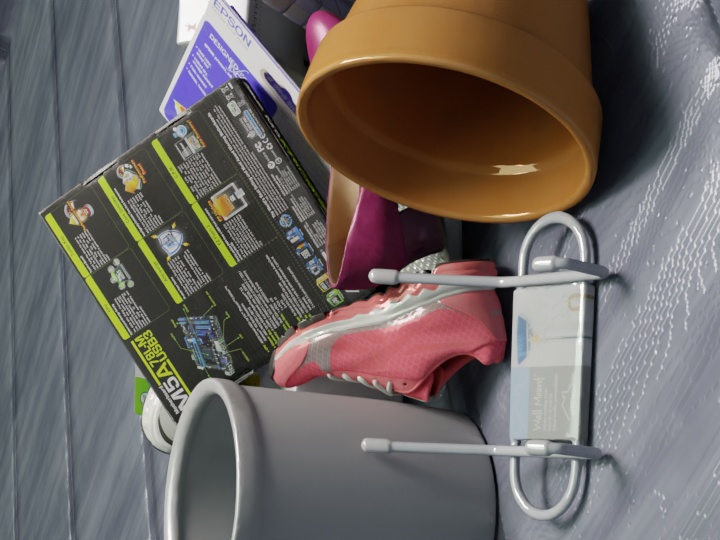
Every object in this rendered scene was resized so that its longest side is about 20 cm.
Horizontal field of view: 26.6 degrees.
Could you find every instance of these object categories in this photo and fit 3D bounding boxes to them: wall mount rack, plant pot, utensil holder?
[{"bbox_3d":[0.084,0.059,1.001,0.173,0.074,0.203,-7,77,50],"label":"wall mount rack"},{"bbox_3d":[0.069,-0.140,1.002,0.200,0.198,0.142,-35,36,60],"label":"plant pot"},{"bbox_3d":[-0.024,0.171,1.097,0.170,0.198,0.172,-173,90,-68],"label":"utensil holder"}]

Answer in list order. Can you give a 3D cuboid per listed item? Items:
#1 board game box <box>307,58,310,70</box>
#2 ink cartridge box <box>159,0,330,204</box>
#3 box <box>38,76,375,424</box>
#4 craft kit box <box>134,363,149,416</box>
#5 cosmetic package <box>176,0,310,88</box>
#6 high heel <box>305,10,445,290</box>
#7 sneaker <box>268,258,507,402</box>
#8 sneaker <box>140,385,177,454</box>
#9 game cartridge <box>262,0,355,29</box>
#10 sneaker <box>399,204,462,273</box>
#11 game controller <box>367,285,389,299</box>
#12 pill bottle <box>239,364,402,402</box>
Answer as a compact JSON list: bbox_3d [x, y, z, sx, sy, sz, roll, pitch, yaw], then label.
[{"bbox_3d":[0.006,-0.175,1.307,0.165,0.056,0.203,162,114,-67],"label":"board game box"},{"bbox_3d":[-0.071,-0.113,1.247,0.199,0.043,0.200,51,151,6],"label":"ink cartridge box"},{"bbox_3d":[-0.118,-0.016,1.191,0.201,0.192,0.048,56,-171,-2],"label":"box"},{"bbox_3d":[-0.144,0.011,1.435,0.200,0.048,0.200,-46,-34,-54],"label":"craft kit box"},{"bbox_3d":[-0.086,-0.226,1.373,0.070,0.200,0.103,0,82,22],"label":"cosmetic package"},{"bbox_3d":[-0.015,-0.088,1.088,0.067,0.095,0.202,-37,77,57],"label":"high heel"},{"bbox_3d":[0.018,0.061,1.110,0.199,0.073,0.088,-24,79,27],"label":"sneaker"},{"bbox_3d":[-0.122,0.055,1.277,0.079,0.073,0.203,-10,64,54],"label":"sneaker"},{"bbox_3d":[-0.058,-0.265,1.252,0.038,0.129,0.201,-41,39,21],"label":"game cartridge"},{"bbox_3d":[0.061,-0.076,1.154,0.073,0.081,0.203,15,119,43],"label":"sneaker"},{"bbox_3d":[0.000,0.000,1.292,0.200,0.042,0.106,179,97,-66],"label":"game controller"},{"bbox_3d":[-0.047,0.106,1.283,0.200,0.113,0.116,167,108,-66],"label":"pill bottle"}]
